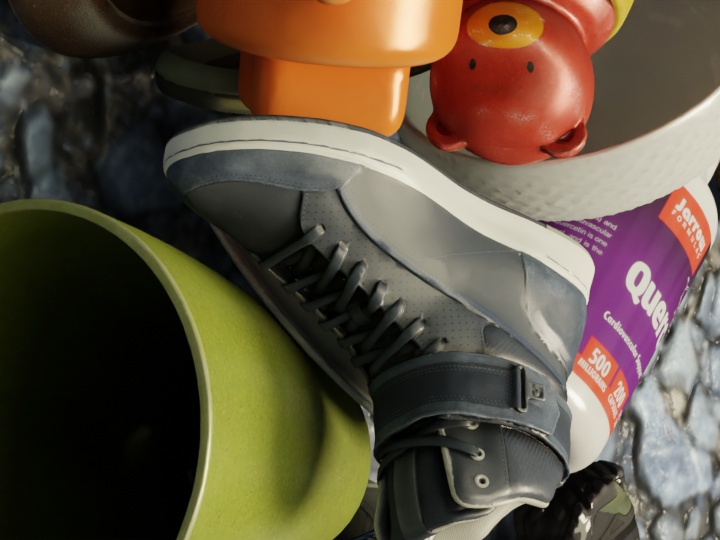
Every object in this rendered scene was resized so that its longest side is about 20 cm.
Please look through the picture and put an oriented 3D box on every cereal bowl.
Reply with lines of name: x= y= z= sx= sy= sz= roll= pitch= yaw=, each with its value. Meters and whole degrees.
cereal bowl: x=0.112 y=-0.098 z=1.258 sx=0.200 sy=0.200 sz=0.083 roll=-55 pitch=145 yaw=-28

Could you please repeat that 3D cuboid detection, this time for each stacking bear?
stacking bear: x=0.081 y=-0.142 z=1.179 sx=0.114 sy=0.121 sz=0.200 roll=83 pitch=18 yaw=-61

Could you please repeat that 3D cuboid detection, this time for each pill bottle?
pill bottle: x=0.112 y=-0.001 z=1.311 sx=0.112 sy=0.112 sz=0.200 roll=50 pitch=59 yaw=-34

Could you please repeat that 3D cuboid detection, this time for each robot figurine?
robot figurine: x=-0.008 y=-0.158 z=1.064 sx=0.144 sy=0.116 sz=0.200 roll=-20 pitch=119 yaw=-60

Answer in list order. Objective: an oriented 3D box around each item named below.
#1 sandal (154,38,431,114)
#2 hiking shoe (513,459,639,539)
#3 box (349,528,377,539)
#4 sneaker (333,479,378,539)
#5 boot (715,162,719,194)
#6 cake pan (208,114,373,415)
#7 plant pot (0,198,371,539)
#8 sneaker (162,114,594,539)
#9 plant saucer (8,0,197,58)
sandal: x=-0.015 y=-0.119 z=1.185 sx=0.201 sy=0.080 sz=0.057 roll=-24 pitch=119 yaw=-51
hiking shoe: x=0.097 y=0.193 z=1.330 sx=0.200 sy=0.076 sz=0.101 roll=-47 pitch=119 yaw=-34
box: x=-0.026 y=0.218 z=1.125 sx=0.200 sy=0.049 sz=0.160 roll=-18 pitch=95 yaw=-42
sneaker: x=-0.011 y=0.200 z=1.211 sx=0.079 sy=0.075 sz=0.200 roll=4 pitch=89 yaw=-64
boot: x=0.202 y=-0.123 z=1.427 sx=0.200 sy=0.068 sz=0.188 roll=70 pitch=15 yaw=7
cake pan: x=0.000 y=0.000 z=1.156 sx=0.037 sy=0.200 sz=0.200 roll=-42 pitch=132 yaw=14
plant pot: x=-0.084 y=0.074 z=1.088 sx=0.200 sy=0.187 sz=0.187 roll=11 pitch=84 yaw=-57
sneaker: x=0.005 y=0.030 z=1.014 sx=0.202 sy=0.077 sz=0.146 roll=22 pitch=60 yaw=-24
plant saucer: x=-0.079 y=-0.179 z=1.105 sx=0.200 sy=0.032 sz=0.200 roll=-43 pitch=149 yaw=-33
